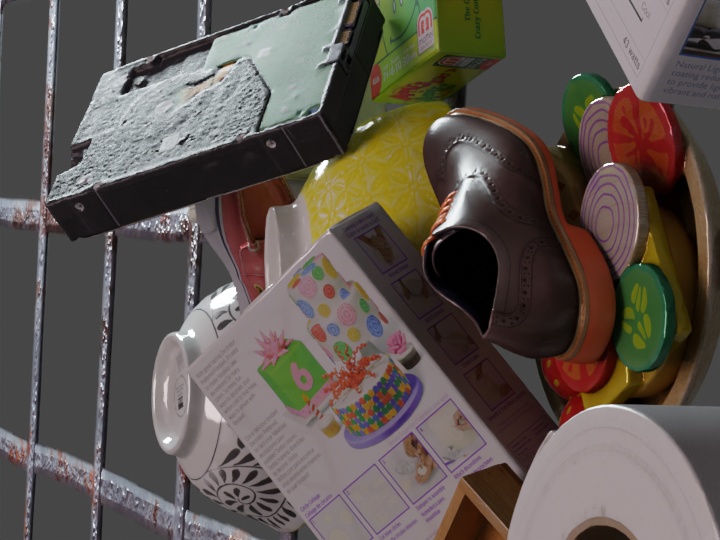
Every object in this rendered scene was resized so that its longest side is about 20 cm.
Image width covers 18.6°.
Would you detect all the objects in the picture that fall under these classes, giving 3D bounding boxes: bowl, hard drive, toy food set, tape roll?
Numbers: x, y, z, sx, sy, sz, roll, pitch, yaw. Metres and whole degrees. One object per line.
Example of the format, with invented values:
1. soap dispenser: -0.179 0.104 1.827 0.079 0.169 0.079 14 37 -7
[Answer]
1. bowl: 0.000 0.000 1.308 0.200 0.107 0.202 179 90 -81
2. hard drive: -0.087 -0.096 1.347 0.199 0.038 0.140 -18 35 26
3. bowl: -0.095 0.090 1.602 0.200 0.094 0.202 -178 90 -66
4. toy food set: 0.126 -0.003 1.142 0.198 0.048 0.201 124 142 -51
5. tape roll: 0.161 0.158 0.928 0.202 0.138 0.204 -178 90 -67

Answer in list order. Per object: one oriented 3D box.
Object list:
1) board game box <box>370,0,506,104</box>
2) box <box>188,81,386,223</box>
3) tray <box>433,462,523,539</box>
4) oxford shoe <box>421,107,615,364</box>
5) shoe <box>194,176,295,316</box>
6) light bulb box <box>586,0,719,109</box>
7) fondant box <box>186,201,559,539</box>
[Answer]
1. board game box: 0.042 -0.214 1.366 0.102 0.047 0.201 149 121 -64
2. box: -0.055 -0.091 1.544 0.200 0.077 0.096 165 106 -66
3. tray: 0.107 0.201 1.101 0.200 0.037 0.099 47 133 31
4. oxford shoe: 0.063 -0.027 1.138 0.200 0.072 0.072 -121 39 -53
5. shoe: -0.039 -0.005 1.419 0.091 0.071 0.201 15 135 35
6. light bulb box: 0.175 -0.204 0.948 0.199 0.124 0.201 -110 33 -44
7. fondant box: 0.016 0.085 1.212 0.200 0.058 0.144 51 127 5
